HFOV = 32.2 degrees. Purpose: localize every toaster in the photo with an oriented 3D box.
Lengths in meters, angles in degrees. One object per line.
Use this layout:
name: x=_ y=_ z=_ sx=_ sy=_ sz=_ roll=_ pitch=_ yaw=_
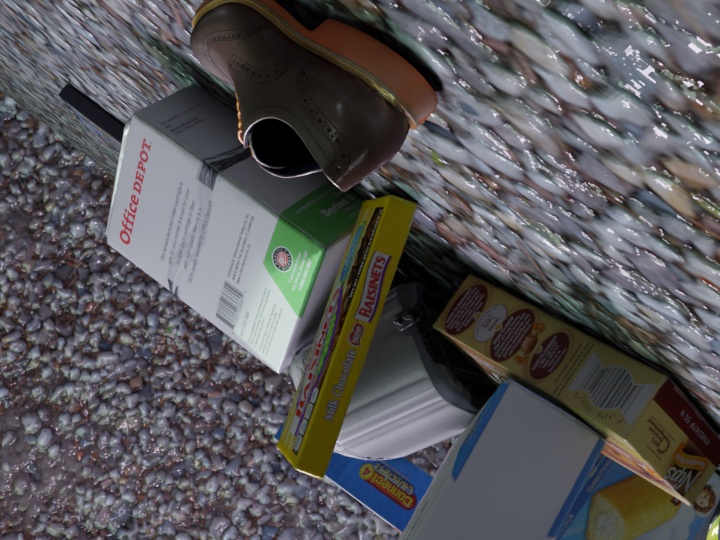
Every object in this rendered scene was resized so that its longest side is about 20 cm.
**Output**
toaster: x=0.033 y=0.087 z=1.018 sx=0.200 sy=0.129 sz=0.114 roll=19 pitch=-135 yaw=-62

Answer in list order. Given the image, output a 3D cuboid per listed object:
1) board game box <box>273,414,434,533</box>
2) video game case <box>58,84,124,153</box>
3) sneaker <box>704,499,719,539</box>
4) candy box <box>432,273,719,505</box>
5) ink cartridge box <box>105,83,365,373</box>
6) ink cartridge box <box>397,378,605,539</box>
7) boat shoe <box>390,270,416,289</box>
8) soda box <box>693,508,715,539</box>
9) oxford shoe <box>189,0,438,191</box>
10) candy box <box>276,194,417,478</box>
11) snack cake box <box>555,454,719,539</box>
board game box: x=0.044 y=0.215 z=1.169 sx=0.200 sy=0.056 sz=0.196 roll=29 pitch=169 yaw=41
video game case: x=-0.344 y=-0.185 z=1.843 sx=0.200 sy=0.026 sz=0.181 roll=37 pitch=174 yaw=3
sneaker: x=0.311 y=0.194 z=0.856 sx=0.200 sy=0.074 sz=0.081 roll=32 pitch=171 yaw=-34
candy box: x=0.156 y=0.083 z=0.905 sx=0.200 sy=0.055 sz=0.115 roll=31 pitch=171 yaw=48
ink cartridge box: x=-0.102 y=-0.037 z=1.026 sx=0.200 sy=0.084 sz=0.146 roll=36 pitch=132 yaw=16
ink cartridge box: x=0.088 y=0.178 z=0.904 sx=0.086 sy=0.147 sz=0.200 roll=30 pitch=163 yaw=7
boat shoe: x=0.000 y=0.000 z=1.123 sx=0.200 sy=0.068 sz=0.072 roll=37 pitch=-179 yaw=-20
soda box: x=0.246 y=0.187 z=1.111 sx=0.200 sy=0.068 sz=0.063 roll=37 pitch=174 yaw=7
oxford shoe: x=-0.047 y=-0.094 z=0.644 sx=0.071 sy=0.073 sz=0.200 roll=41 pitch=173 yaw=-36
candy box: x=-0.012 y=0.044 z=0.904 sx=0.026 sy=0.201 sz=0.102 roll=20 pitch=177 yaw=-9
snack cake box: x=0.192 y=0.217 z=1.015 sx=0.115 sy=0.200 sz=0.067 roll=38 pitch=173 yaw=-16
